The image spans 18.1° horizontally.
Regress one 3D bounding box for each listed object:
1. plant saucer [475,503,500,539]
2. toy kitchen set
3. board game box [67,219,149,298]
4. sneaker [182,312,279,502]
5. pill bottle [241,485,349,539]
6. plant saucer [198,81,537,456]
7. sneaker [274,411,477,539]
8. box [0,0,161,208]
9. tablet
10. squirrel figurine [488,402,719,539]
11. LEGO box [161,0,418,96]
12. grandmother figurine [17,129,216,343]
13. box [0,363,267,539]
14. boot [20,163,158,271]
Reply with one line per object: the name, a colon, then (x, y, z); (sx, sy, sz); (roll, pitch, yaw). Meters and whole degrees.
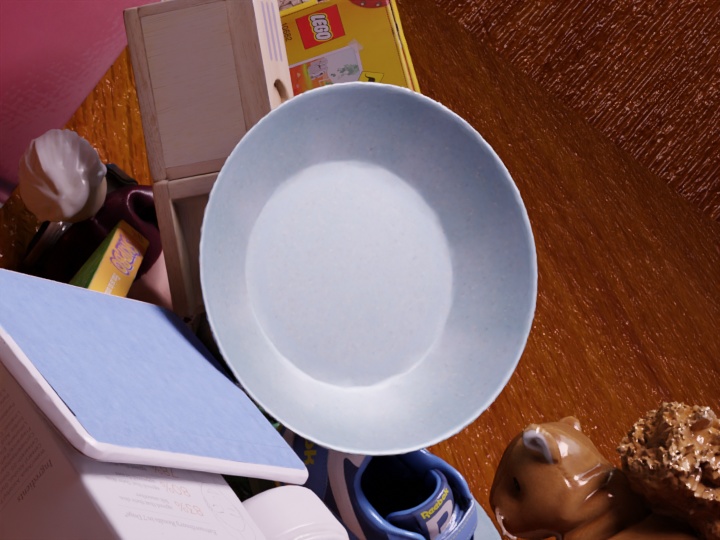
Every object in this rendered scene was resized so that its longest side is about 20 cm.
plant saucer: (0.001, 0.127, 1.433); (0.201, 0.039, 0.201); (38, 9, -7)
toy kitchen set: (-0.012, -0.076, 1.326); (0.200, 0.162, 0.182); (-16, 96, -72)
board game box: (-0.162, 0.041, 1.212); (0.030, 0.096, 0.200); (39, 15, -7)
sneaker: (-0.062, 0.097, 1.315); (0.200, 0.089, 0.077); (43, 15, 8)
pill bottle: (-0.003, 0.206, 1.099); (0.200, 0.114, 0.114); (50, 17, 30)
plant saucer: (0.000, 0.000, 1.225); (0.201, 0.202, 0.039); (36, -19, -18)
sneaker: (0.031, 0.157, 1.275); (0.200, 0.082, 0.074); (53, 50, -20)
box: (-0.232, -0.143, 1.358); (0.109, 0.200, 0.128); (26, 21, -42)
tablet: (-0.111, 0.052, 1.090); (0.130, 0.014, 0.200); (48, 14, 26)
squirrel figurine: (0.187, 0.165, 1.527); (0.187, 0.200, 0.141); (55, 23, 17)
LEGO box: (-0.043, -0.116, 1.428); (0.200, 0.148, 0.077); (72, -3, -49)
grandmother figurine: (-0.140, -0.006, 1.354); (0.060, 0.121, 0.200); (32, -18, 50)
box: (-0.122, 0.130, 1.053); (0.124, 0.098, 0.200); (22, 23, -52)
boot: (-0.149, -0.014, 1.445); (0.097, 0.075, 0.200); (38, 13, -1)
